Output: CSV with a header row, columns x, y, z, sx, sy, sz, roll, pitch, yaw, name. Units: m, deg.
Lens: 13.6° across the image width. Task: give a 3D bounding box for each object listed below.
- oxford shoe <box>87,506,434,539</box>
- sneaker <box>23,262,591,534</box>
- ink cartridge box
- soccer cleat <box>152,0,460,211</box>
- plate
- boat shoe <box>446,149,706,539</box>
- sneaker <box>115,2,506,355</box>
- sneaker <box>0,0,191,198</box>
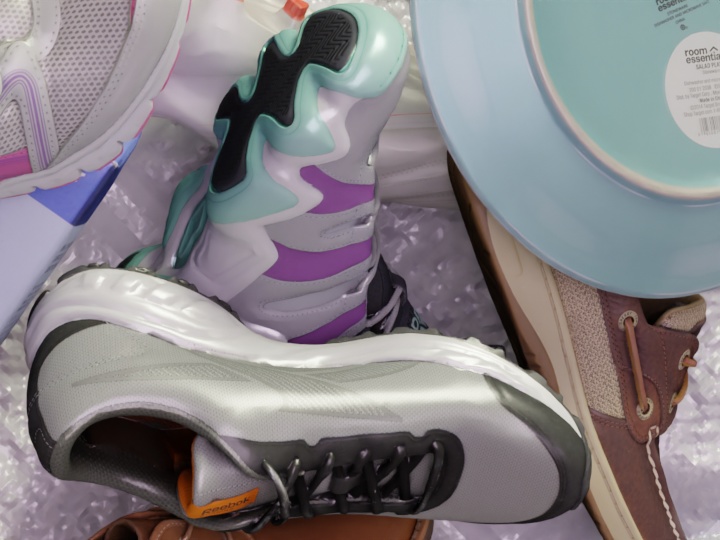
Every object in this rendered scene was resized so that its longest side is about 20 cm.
x,y,z,sx,sy,sz,roll,pitch,yaw,name
-0.052,0.108,1.041,0.200,0.071,0.072,-29,118,-36,oxford shoe
-0.019,0.061,1.025,0.199,0.080,0.074,11,131,-7,sneaker
-0.130,0.002,1.030,0.042,0.119,0.200,33,96,-5,ink cartridge box
0.004,-0.051,1.116,0.199,0.069,0.078,23,112,-17,soccer cleat
0.106,-0.091,1.051,0.199,0.026,0.201,4,82,-32,plate
0.095,0.029,1.098,0.072,0.072,0.201,-24,114,-2,boat shoe
0.000,0.000,1.073,0.139,0.200,0.078,25,40,-18,sneaker
-0.142,-0.056,0.931,0.200,0.088,0.082,-33,67,12,sneaker
